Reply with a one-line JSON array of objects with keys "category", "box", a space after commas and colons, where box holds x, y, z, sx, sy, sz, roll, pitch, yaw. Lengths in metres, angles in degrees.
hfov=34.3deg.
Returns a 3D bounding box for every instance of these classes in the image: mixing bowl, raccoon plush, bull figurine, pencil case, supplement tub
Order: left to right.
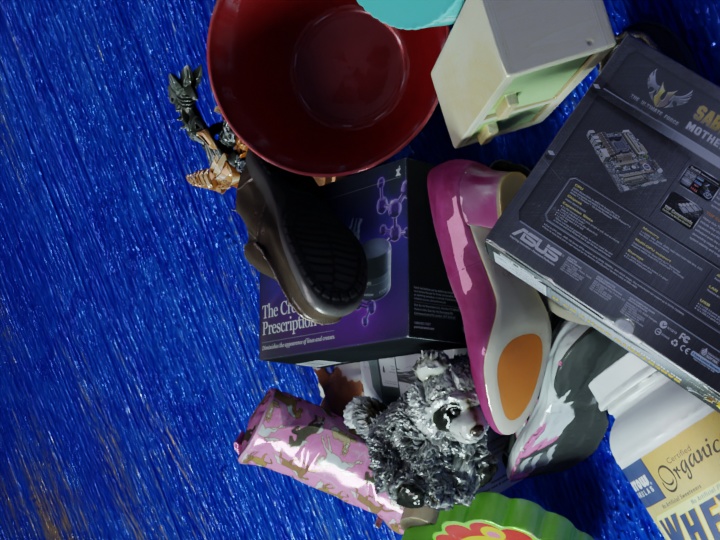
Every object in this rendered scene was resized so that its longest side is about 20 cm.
[{"category": "pencil case", "box": [-0.023, 0.188, 1.149, 0.198, 0.087, 0.083, 27, 178, -8]}, {"category": "mixing bowl", "box": [-0.019, -0.175, 0.972, 0.108, 0.198, 0.202, -4, -110, -80]}, {"category": "bull figurine", "box": [-0.017, 0.137, 1.219, 0.122, 0.065, 0.201, 50, 140, 32]}, {"category": "raccoon plush", "box": [0.037, 0.104, 0.954, 0.199, 0.096, 0.136, 22, 117, 45]}, {"category": "supplement tub", "box": [0.252, 0.127, 0.757, 0.201, 0.143, 0.145, 59, 145, 15]}]

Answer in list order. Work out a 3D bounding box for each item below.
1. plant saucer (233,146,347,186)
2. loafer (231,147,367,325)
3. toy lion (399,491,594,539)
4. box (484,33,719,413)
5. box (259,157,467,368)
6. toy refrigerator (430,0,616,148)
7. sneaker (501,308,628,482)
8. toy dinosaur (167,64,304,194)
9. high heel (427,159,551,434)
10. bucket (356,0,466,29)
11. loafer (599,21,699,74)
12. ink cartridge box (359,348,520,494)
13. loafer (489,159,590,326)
[{"category": "plant saucer", "box": [-0.075, -0.115, 1.140, 0.199, 0.037, 0.203, 2, 92, 57]}, {"category": "loafer", "box": [-0.052, -0.020, 0.930, 0.071, 0.072, 0.201, -61, 33, 28]}, {"category": "toy lion", "box": [0.132, 0.260, 1.011, 0.191, 0.069, 0.200, -19, 128, 44]}, {"category": "box", "box": [0.198, -0.023, 0.700, 0.199, 0.159, 0.048, 34, 174, 15]}, {"category": "box", "box": [0.000, 0.000, 0.972, 0.199, 0.078, 0.143, -14, 71, 49]}, {"category": "toy refrigerator", "box": [0.106, -0.142, 0.804, 0.200, 0.075, 0.071, 129, 124, -82]}, {"category": "sneaker", "box": [0.158, 0.088, 0.951, 0.087, 0.079, 0.201, -114, 29, -42]}, {"category": "toy dinosaur", "box": [-0.123, -0.125, 1.106, 0.199, 0.102, 0.137, -27, 84, 32]}, {"category": "high heel", "box": [0.087, 0.019, 0.876, 0.096, 0.067, 0.202, 14, 115, 56]}, {"category": "bucket", "box": [0.070, -0.268, 0.811, 0.206, 0.134, 0.209, 31, 131, 44]}, {"category": "loafer", "box": [0.179, -0.067, 0.771, 0.073, 0.070, 0.203, -6, 82, 54]}, {"category": "ink cartridge box", "box": [0.070, 0.087, 1.047, 0.145, 0.083, 0.202, 14, 118, 51]}, {"category": "loafer", "box": [0.149, -0.024, 0.884, 0.199, 0.075, 0.069, 34, 139, 42]}]
